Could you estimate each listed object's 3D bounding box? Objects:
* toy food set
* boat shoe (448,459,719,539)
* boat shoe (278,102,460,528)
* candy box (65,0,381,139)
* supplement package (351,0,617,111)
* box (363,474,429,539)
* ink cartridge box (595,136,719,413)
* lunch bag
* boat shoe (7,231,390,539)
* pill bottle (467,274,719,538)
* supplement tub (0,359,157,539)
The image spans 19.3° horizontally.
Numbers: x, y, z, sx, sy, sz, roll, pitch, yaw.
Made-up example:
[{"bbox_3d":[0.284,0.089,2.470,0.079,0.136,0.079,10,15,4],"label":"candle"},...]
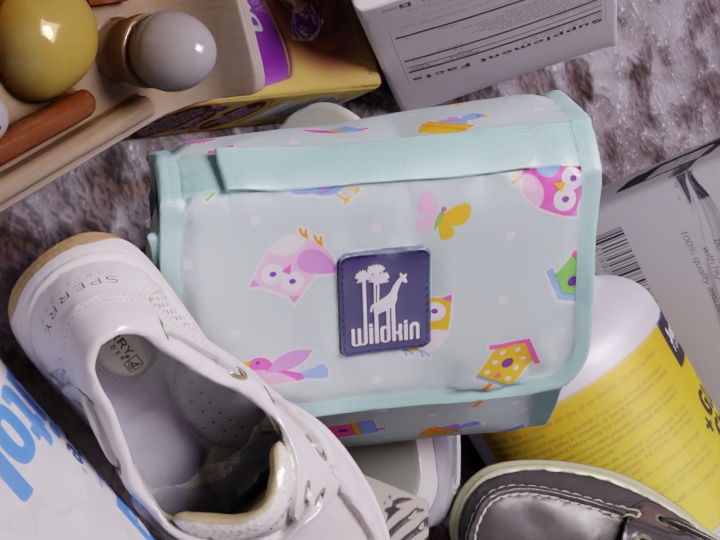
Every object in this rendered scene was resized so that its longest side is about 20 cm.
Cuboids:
[{"bbox_3d":[-0.121,-0.095,0.784,0.200,0.060,0.144,-36,121,-42],"label":"toy food set"},{"bbox_3d":[0.137,0.142,0.944,0.200,0.066,0.072,24,94,-10],"label":"boat shoe"},{"bbox_3d":[0.002,0.025,0.969,0.071,0.070,0.202,23,52,-64],"label":"boat shoe"},{"bbox_3d":[-0.086,-0.122,0.939,0.199,0.056,0.118,-13,83,-48],"label":"candy box"},{"bbox_3d":[0.049,-0.166,0.987,0.200,0.119,0.122,50,23,-80],"label":"supplement package"},{"bbox_3d":[-0.022,0.185,0.848,0.068,0.082,0.201,25,57,-40],"label":"box"},{"bbox_3d":[0.198,0.007,1.080,0.083,0.199,0.146,-32,97,-49],"label":"ink cartridge box"},{"bbox_3d":[0.000,0.000,0.823,0.169,0.200,0.123,-5,72,-7],"label":"lunch bag"},{"bbox_3d":[-0.047,0.073,0.740,0.200,0.071,0.069,47,1,-36],"label":"boat shoe"},{"bbox_3d":[0.113,0.074,1.023,0.201,0.112,0.112,59,41,-10],"label":"pill bottle"},{"bbox_3d":[-0.153,0.092,0.708,0.200,0.131,0.132,51,43,-18],"label":"supplement tub"}]
